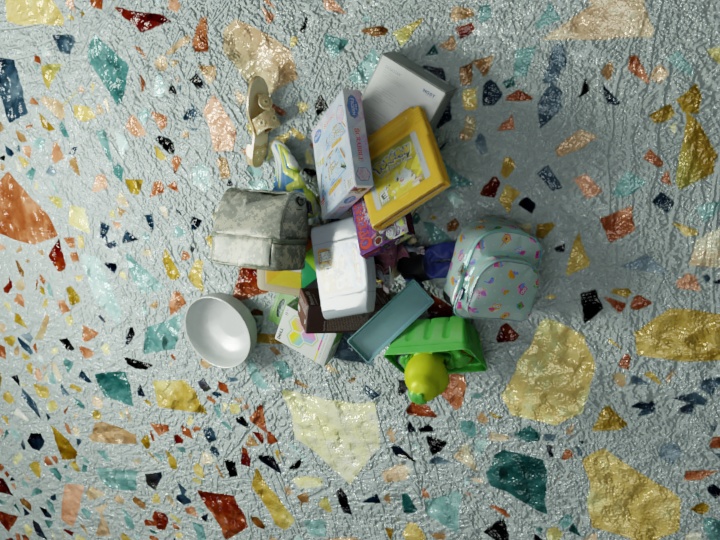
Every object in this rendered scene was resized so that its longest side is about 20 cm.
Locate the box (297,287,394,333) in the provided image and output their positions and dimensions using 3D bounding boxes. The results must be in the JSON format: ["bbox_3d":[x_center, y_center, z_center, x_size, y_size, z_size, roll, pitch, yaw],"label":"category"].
[{"bbox_3d":[-0.033,0.088,1.567,0.200,0.100,0.075,-2,113,-16],"label":"box"}]

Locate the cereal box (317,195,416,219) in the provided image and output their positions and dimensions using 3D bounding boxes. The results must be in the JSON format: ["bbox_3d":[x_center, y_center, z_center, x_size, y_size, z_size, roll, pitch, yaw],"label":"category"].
[{"bbox_3d":[0.017,-0.152,1.546,0.200,0.040,0.144,39,121,8],"label":"cereal box"}]

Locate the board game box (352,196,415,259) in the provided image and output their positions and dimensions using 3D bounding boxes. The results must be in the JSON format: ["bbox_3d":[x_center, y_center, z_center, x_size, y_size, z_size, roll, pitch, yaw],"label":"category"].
[{"bbox_3d":[0.038,-0.134,1.395,0.120,0.032,0.200,-30,56,33],"label":"board game box"}]

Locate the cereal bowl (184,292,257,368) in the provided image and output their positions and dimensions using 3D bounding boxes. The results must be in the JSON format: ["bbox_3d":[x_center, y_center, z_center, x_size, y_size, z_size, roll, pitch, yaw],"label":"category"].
[{"bbox_3d":[-0.347,0.146,1.801,0.200,0.083,0.200,8,111,23],"label":"cereal bowl"}]

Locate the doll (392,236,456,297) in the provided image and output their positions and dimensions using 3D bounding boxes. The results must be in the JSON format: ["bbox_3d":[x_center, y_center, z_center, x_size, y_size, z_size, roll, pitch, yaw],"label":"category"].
[{"bbox_3d":[0.141,-0.009,1.534,0.200,0.048,0.137,-8,95,28],"label":"doll"}]

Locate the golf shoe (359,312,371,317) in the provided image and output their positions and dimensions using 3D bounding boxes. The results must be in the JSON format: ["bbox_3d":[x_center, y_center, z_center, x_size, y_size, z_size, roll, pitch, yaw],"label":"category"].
[{"bbox_3d":[0.000,0.000,1.513,0.077,0.088,0.200,-26,78,42],"label":"golf shoe"}]

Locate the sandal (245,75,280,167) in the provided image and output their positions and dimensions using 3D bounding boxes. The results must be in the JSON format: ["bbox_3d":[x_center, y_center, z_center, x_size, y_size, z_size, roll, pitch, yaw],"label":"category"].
[{"bbox_3d":[-0.208,-0.324,1.568,0.070,0.078,0.212,25,125,22],"label":"sandal"}]

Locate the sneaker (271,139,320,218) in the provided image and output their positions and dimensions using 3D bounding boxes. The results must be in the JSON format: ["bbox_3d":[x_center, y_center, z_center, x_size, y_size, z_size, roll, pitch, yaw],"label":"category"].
[{"bbox_3d":[-0.174,-0.193,1.566,0.105,0.076,0.200,-30,75,2],"label":"sneaker"}]

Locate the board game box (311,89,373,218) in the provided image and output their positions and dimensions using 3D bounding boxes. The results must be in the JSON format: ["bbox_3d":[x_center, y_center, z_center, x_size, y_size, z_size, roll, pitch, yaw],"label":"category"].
[{"bbox_3d":[-0.040,-0.230,1.419,0.200,0.041,0.200,148,117,-64],"label":"board game box"}]

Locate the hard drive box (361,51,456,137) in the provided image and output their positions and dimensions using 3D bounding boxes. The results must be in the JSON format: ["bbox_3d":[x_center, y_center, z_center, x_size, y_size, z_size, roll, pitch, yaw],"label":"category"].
[{"bbox_3d":[0.077,-0.319,1.436,0.156,0.077,0.200,35,120,10],"label":"hard drive box"}]

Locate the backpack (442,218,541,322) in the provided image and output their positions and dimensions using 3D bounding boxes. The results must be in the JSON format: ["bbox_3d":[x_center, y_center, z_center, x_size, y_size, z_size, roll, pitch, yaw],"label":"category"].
[{"bbox_3d":[0.271,0.001,1.408,0.175,0.153,0.200,6,104,-13],"label":"backpack"}]

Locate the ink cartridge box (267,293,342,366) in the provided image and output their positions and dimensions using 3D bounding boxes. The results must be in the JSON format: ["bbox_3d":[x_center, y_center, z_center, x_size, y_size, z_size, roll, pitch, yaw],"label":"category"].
[{"bbox_3d":[-0.145,0.137,1.716,0.200,0.059,0.104,29,118,13],"label":"ink cartridge box"}]

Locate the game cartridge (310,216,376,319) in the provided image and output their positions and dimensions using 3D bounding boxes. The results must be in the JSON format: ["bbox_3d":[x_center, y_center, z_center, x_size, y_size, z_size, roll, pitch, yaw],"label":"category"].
[{"bbox_3d":[-0.033,-0.006,1.456,0.133,0.042,0.200,-13,83,38],"label":"game cartridge"}]

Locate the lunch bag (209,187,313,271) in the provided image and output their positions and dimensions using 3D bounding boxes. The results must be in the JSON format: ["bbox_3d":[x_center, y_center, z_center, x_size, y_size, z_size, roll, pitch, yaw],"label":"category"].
[{"bbox_3d":[-0.209,-0.091,1.495,0.200,0.139,0.168,8,97,27],"label":"lunch bag"}]

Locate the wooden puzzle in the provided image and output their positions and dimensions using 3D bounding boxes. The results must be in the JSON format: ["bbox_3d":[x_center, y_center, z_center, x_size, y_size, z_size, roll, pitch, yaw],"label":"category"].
[{"bbox_3d":[-0.154,-0.021,1.603,0.200,0.037,0.185,11,118,17],"label":"wooden puzzle"}]

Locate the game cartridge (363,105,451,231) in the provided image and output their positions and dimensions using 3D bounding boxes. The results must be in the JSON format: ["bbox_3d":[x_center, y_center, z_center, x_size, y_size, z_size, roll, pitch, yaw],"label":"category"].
[{"bbox_3d":[0.071,-0.201,1.353,0.176,0.032,0.200,-32,58,27],"label":"game cartridge"}]

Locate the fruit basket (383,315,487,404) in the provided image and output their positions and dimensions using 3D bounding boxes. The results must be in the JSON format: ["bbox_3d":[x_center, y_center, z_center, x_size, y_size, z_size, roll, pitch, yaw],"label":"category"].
[{"bbox_3d":[0.157,0.206,1.509,0.215,0.216,0.156,-8,149,27],"label":"fruit basket"}]

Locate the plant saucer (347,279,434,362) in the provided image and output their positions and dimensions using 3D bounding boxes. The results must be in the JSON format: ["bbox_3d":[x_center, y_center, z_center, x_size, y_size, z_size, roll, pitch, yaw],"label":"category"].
[{"bbox_3d":[0.065,0.110,1.528,0.200,0.019,0.070,-43,96,6],"label":"plant saucer"}]

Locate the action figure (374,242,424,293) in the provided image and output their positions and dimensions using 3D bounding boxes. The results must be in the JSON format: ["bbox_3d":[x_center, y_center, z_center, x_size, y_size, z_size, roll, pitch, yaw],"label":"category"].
[{"bbox_3d":[0.045,-0.045,1.481,0.149,0.134,0.200,27,133,30],"label":"action figure"}]

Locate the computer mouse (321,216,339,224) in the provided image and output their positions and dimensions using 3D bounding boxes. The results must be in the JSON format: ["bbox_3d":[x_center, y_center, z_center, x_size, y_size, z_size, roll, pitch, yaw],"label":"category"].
[{"bbox_3d":[-0.111,-0.046,1.622,0.200,0.053,0.139,-15,111,36],"label":"computer mouse"}]
